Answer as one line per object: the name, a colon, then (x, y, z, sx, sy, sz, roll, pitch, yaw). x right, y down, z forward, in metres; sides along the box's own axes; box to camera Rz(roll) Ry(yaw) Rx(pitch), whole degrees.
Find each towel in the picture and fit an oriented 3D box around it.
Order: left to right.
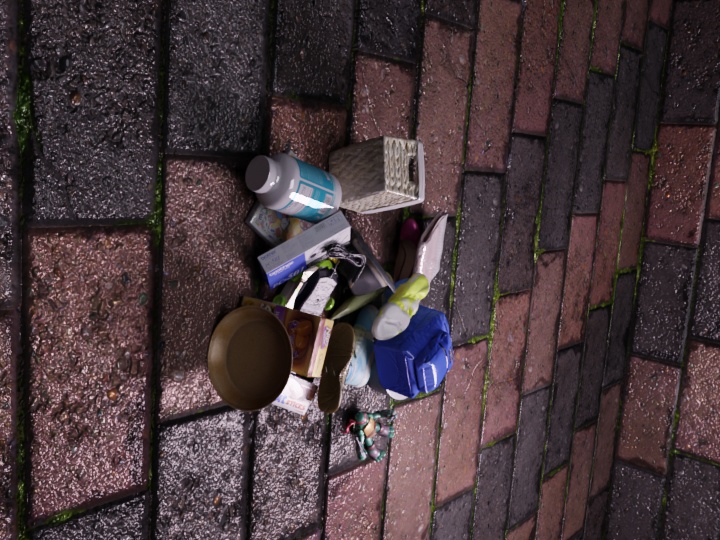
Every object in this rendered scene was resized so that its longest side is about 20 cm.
towel: (0.174, -0.030, 1.867, 0.191, 0.032, 0.203, -52, 154, -50)

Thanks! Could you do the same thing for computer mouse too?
computer mouse: (-0.071, 0.030, 1.551, 0.139, 0.046, 0.202, 10, 113, -50)

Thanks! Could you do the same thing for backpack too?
backpack: (0.145, 0.192, 1.760, 0.200, 0.165, 0.165, -46, 142, -42)

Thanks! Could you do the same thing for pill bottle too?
pill bottle: (-0.136, -0.167, 1.450, 0.198, 0.109, 0.113, 17, 86, -51)

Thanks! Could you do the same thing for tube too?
tube: (0.003, 0.063, 1.743, 0.199, 0.051, 0.059, -35, 139, -42)

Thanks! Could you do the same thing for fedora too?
fedora: (0.000, 0.000, 1.668, 0.091, 0.201, 0.201, -36, 132, 1)

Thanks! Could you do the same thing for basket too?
basket: (0.031, -0.209, 1.596, 0.122, 0.198, 0.139, 4, 82, -43)

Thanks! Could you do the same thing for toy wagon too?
toy wagon: (-0.114, 0.050, 1.597, 0.202, 0.039, 0.155, -59, 142, -12)

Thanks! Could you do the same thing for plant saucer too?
plant saucer: (-0.210, 0.171, 1.421, 0.035, 0.197, 0.204, 13, 89, -65)

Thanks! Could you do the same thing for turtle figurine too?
turtle figurine: (0.028, 0.401, 1.824, 0.150, 0.100, 0.201, -47, 148, -13)

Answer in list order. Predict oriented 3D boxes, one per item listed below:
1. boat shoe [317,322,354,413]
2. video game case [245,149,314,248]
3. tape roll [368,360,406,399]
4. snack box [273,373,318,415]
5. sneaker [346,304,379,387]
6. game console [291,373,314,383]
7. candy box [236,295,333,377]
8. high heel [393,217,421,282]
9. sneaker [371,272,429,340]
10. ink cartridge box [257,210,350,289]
boat shoe: (-0.060, 0.217, 1.642, 0.065, 0.072, 0.204, 154, -49, -85)
video game case: (-0.141, -0.123, 1.557, 0.200, 0.023, 0.184, 46, 64, -44)
tape roll: (0.098, 0.229, 1.890, 0.198, 0.065, 0.205, -14, 109, -46)
snack box: (-0.170, 0.253, 1.556, 0.199, 0.024, 0.073, 34, 82, -49)
sneaker: (-0.018, 0.178, 1.731, 0.129, 0.079, 0.204, 13, 88, -51)
game console: (-0.164, 0.208, 1.584, 0.199, 0.031, 0.180, 23, 89, -50)
candy box: (-0.160, 0.131, 1.456, 0.056, 0.197, 0.119, 20, 84, -60)
high heel: (0.114, -0.027, 1.842, 0.096, 0.066, 0.204, -37, 129, -51)
sneaker: (0.082, 0.089, 1.728, 0.200, 0.104, 0.076, -44, 107, -24)
ink cartridge box: (-0.114, -0.041, 1.499, 0.198, 0.045, 0.094, -30, 162, -12)
